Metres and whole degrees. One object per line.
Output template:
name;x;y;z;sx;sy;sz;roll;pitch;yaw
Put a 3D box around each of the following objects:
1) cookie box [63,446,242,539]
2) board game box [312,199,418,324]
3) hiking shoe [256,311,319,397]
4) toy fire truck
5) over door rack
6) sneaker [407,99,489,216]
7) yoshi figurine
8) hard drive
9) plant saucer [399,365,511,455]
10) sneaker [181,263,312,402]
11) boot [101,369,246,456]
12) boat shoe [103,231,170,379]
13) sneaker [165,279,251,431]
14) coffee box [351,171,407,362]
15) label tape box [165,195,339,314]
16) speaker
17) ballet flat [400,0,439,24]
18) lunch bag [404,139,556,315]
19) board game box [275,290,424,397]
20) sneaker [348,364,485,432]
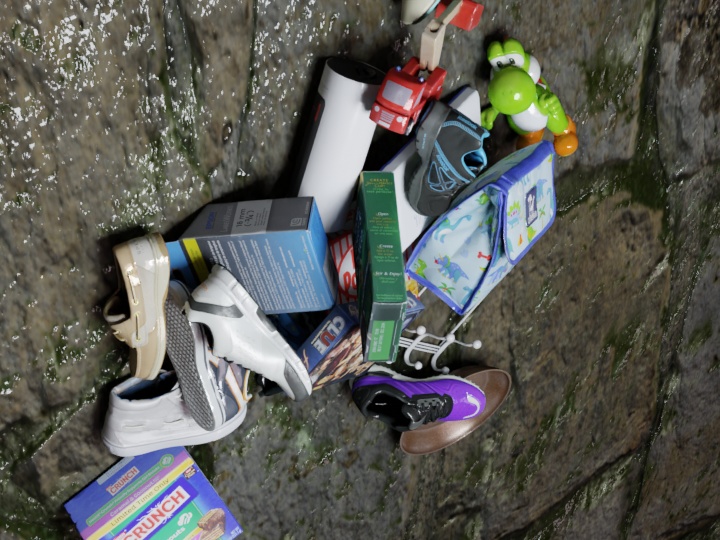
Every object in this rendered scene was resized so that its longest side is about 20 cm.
cookie box;-0.270;0.328;1.772;0.171;0.075;0.200;-38;139;-11
board game box;0.000;0.000;1.775;0.151;0.046;0.201;-30;137;-22
hiking shoe;-0.099;0.098;1.733;0.086;0.074;0.200;-28;143;-18
toy fire truck;0.078;-0.247;1.570;0.200;0.049;0.141;-44;157;-63
over door rack;0.126;0.059;1.922;0.147;0.067;0.200;16;110;-48
sneaker;0.107;-0.119;1.621;0.073;0.082;0.200;-59;166;-25
yoshi figurine;0.213;-0.213;1.754;0.112;0.112;0.200;-40;137;0
hard drive;0.092;-0.128;1.723;0.200;0.025;0.132;-46;144;-34
plant saucer;0.138;0.206;2.049;0.200;0.037;0.201;-24;148;-16
sneaker;-0.133;0.087;1.581;0.080;0.074;0.200;-42;110;-9
boot;-0.226;0.166;1.683;0.199;0.074;0.096;-14;135;-34
boat shoe;-0.265;0.045;1.561;0.069;0.074;0.201;-8;126;-23
sneaker;-0.188;0.091;1.633;0.079;0.078;0.201;-32;121;-35
coffee box;0.020;-0.005;1.590;0.044;0.201;0.123;0;143;-7
label tape box;-0.138;-0.013;1.607;0.199;0.063;0.145;-4;137;12
speaker;-0.029;-0.150;1.602;0.081;0.081;0.201;-5;125;-40
ballet flat;0.097;-0.380;1.555;0.200;0.069;0.069;-52;140;1
lunch bag;0.173;-0.067;1.756;0.170;0.127;0.200;-41;163;-51
board game box;-0.011;0.091;1.713;0.136;0.035;0.200;-49;162;23
sneaker;0.083;0.195;1.899;0.199;0.100;0.070;8;116;-8
